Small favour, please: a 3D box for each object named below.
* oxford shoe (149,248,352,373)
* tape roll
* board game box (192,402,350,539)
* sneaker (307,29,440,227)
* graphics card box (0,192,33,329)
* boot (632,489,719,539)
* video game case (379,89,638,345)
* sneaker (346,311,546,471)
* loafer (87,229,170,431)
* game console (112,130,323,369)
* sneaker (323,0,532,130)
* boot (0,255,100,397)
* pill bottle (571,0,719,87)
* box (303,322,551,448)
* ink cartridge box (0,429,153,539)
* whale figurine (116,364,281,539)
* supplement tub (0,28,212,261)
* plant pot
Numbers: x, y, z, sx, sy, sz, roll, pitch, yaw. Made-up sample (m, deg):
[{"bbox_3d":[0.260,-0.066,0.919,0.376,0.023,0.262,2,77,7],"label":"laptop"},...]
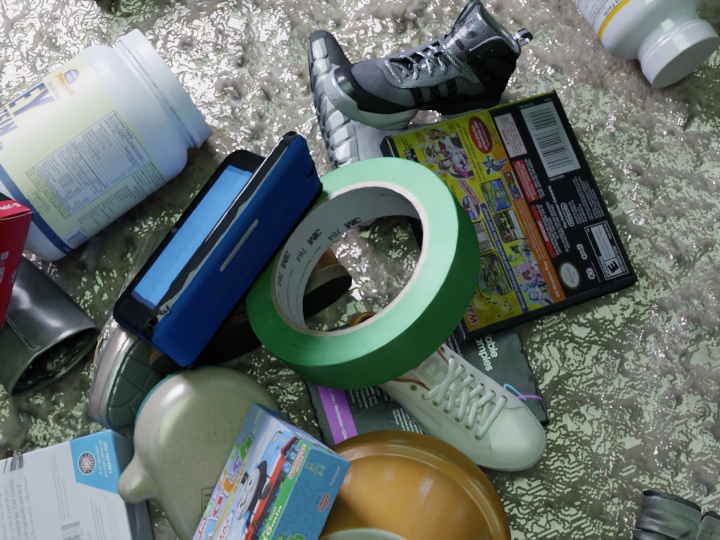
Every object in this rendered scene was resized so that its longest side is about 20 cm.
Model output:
[{"bbox_3d":[-0.111,0.031,1.002,0.200,0.071,0.071,-28,68,-14],"label":"oxford shoe"},{"bbox_3d":[0.000,0.000,0.904,0.200,0.048,0.201,-17,51,22],"label":"tape roll"},{"bbox_3d":[-0.078,0.188,0.809,0.037,0.200,0.151,25,84,-15],"label":"board game box"},{"bbox_3d":[0.020,-0.145,1.043,0.115,0.075,0.200,-13,79,-6],"label":"sneaker"},{"bbox_3d":[-0.391,-0.040,0.953,0.200,0.051,0.126,30,115,17],"label":"graphics card box"},{"bbox_3d":[0.303,0.273,0.888,0.200,0.068,0.131,30,73,12],"label":"boot"},{"bbox_3d":[0.135,-0.053,0.988,0.181,0.026,0.200,-17,78,-17],"label":"video game case"},{"bbox_3d":[0.068,0.103,0.915,0.200,0.085,0.073,31,77,12],"label":"sneaker"},{"bbox_3d":[-0.208,0.052,1.009,0.063,0.072,0.200,11,67,27],"label":"loafer"},{"bbox_3d":[-0.135,-0.032,0.906,0.118,0.171,0.200,32,79,14],"label":"game console"},{"bbox_3d":[0.066,-0.191,0.980,0.200,0.114,0.076,-7,57,-35],"label":"sneaker"},{"bbox_3d":[-0.367,0.043,1.015,0.182,0.073,0.200,-38,72,-6],"label":"boot"},{"bbox_3d":[0.256,-0.275,1.034,0.104,0.104,0.200,-29,73,-3],"label":"pill bottle"},{"bbox_3d":[0.054,0.102,0.978,0.200,0.036,0.143,-18,73,1],"label":"box"},{"bbox_3d":[-0.294,0.226,0.957,0.200,0.067,0.116,-16,72,3],"label":"ink cartridge box"},{"bbox_3d":[-0.135,0.182,0.950,0.159,0.104,0.200,-3,96,-20],"label":"whale figurine"},{"bbox_3d":[-0.256,-0.120,1.018,0.200,0.145,0.145,-37,73,-6],"label":"supplement tub"},{"bbox_3d":[0.017,0.238,0.836,0.200,0.183,0.200,0,92,8],"label":"plant pot"}]
